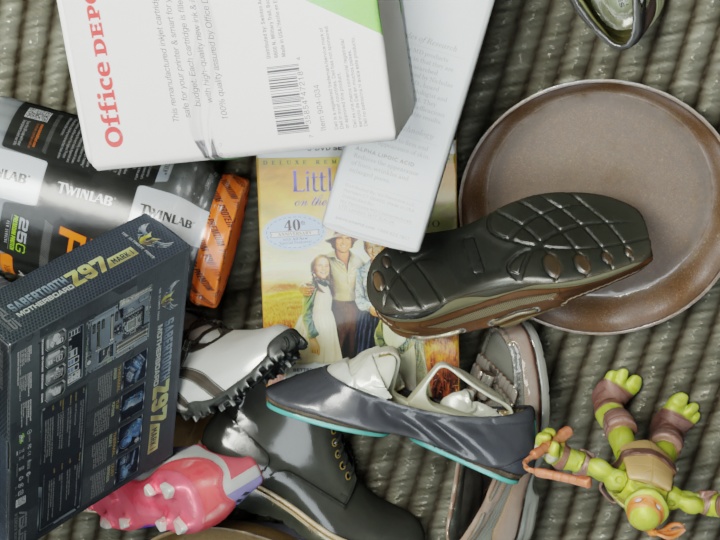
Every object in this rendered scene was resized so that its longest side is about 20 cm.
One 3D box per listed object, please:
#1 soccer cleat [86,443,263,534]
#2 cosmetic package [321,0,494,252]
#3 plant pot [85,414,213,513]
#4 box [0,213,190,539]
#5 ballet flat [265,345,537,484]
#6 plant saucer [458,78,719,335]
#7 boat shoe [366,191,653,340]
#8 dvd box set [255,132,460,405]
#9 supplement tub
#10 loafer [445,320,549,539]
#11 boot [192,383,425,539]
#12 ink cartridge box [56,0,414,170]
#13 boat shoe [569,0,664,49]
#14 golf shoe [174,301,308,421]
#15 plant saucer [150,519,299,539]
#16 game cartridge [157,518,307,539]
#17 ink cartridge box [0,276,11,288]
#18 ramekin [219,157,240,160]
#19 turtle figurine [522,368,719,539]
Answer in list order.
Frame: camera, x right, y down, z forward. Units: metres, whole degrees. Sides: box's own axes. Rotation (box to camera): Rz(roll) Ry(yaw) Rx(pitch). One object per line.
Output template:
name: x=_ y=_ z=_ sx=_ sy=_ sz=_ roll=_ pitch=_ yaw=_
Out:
soccer cleat: x=-0.149 y=0.157 z=1.508 sx=0.200 sy=0.076 sz=0.067 roll=0 pitch=108 yaw=57
cosmetic package: x=0.036 y=-0.122 z=1.350 sx=0.074 sy=0.102 sz=0.201 roll=15 pitch=103 yaw=1
plant pot: x=-0.210 y=0.100 z=1.573 sx=0.199 sy=0.028 sz=0.201 roll=4 pitch=117 yaw=7
box: x=-0.191 y=0.078 z=1.356 sx=0.051 sy=0.158 sz=0.200 roll=36 pitch=137 yaw=28
ballet flat: x=0.034 y=0.092 z=1.436 sx=0.199 sy=0.073 sz=0.073 roll=17 pitch=119 yaw=-3
plant saucer: x=0.170 y=-0.048 z=1.430 sx=0.199 sy=0.032 sz=0.201 roll=3 pitch=119 yaw=6
boat shoe: x=0.104 y=0.001 z=1.414 sx=0.199 sy=0.076 sz=0.074 roll=-11 pitch=149 yaw=2
dvd box set: x=0.000 y=0.000 z=1.458 sx=0.146 sy=0.029 sz=0.201 roll=0 pitch=108 yaw=1
supplement tub: x=-0.186 y=-0.044 z=1.438 sx=0.199 sy=0.123 sz=0.123 roll=15 pitch=119 yaw=1
loafer: x=0.099 y=0.129 z=1.506 sx=0.063 sy=0.072 sz=0.201 roll=-12 pitch=123 yaw=-20
boot: x=-0.016 y=0.135 z=1.542 sx=0.199 sy=0.077 sz=0.139 roll=24 pitch=103 yaw=-18
ink cartridge box: x=-0.077 y=-0.150 z=1.262 sx=0.199 sy=0.084 sz=0.146 roll=-5 pitch=107 yaw=12
boat shoe: x=0.145 y=-0.237 z=1.316 sx=0.072 sy=0.066 sz=0.201 roll=-20 pitch=113 yaw=19
golf shoe: x=-0.125 y=0.060 z=1.457 sx=0.200 sy=0.078 sz=0.095 roll=-22 pitch=94 yaw=41
plant saucer: x=-0.082 y=0.256 z=1.570 sx=0.199 sy=0.035 sz=0.201 roll=11 pitch=134 yaw=12
game cartridge: x=-0.071 y=0.268 z=1.637 sx=0.199 sy=0.041 sz=0.134 roll=9 pitch=115 yaw=4
ink cartridge box: x=-0.297 y=0.065 z=1.460 sx=0.200 sy=0.145 sz=0.084 roll=29 pitch=119 yaw=23
ramekin: x=-0.098 y=-0.173 z=1.369 sx=0.199 sy=0.098 sz=0.201 roll=4 pitch=119 yaw=7
turtle figurine: x=0.214 y=0.144 z=1.453 sx=0.199 sy=0.161 sz=0.065 roll=13 pitch=119 yaw=2
